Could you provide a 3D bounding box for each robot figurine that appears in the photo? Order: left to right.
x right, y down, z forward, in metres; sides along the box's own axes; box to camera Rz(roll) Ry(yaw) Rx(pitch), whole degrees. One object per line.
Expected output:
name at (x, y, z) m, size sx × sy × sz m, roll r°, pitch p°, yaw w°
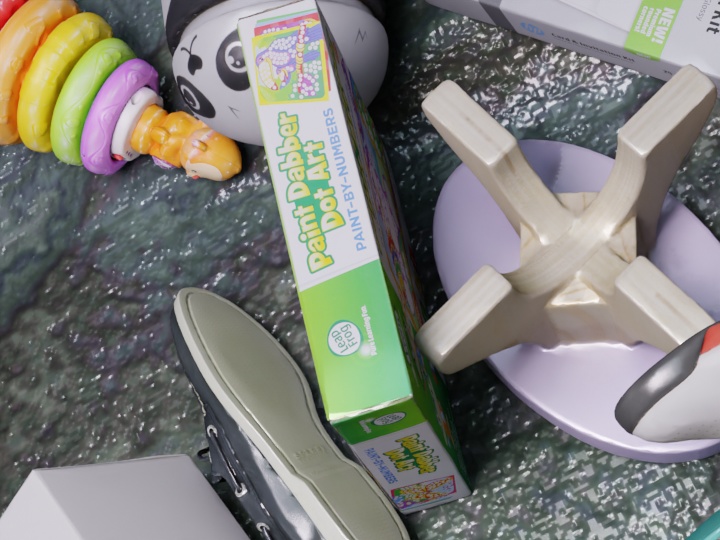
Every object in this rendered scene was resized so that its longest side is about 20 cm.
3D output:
robot figurine at (-0.052, -0.167, 1.052) m, size 0.123 × 0.150 × 0.202 m, roll -11°, pitch 71°, yaw 7°

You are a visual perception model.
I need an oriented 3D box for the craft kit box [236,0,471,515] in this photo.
craft kit box at (0.000, 0.000, 0.941) m, size 0.048 × 0.198 × 0.202 m, roll -17°, pitch 70°, yaw 8°

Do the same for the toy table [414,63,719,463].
toy table at (0.109, -0.006, 0.930) m, size 0.199 × 0.117 × 0.185 m, roll 32°, pitch 79°, yaw 23°

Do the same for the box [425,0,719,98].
box at (0.142, -0.192, 1.023) m, size 0.199 × 0.041 × 0.157 m, roll 22°, pitch 85°, yaw 26°

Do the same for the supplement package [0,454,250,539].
supplement package at (-0.099, 0.206, 0.955) m, size 0.200 × 0.119 × 0.122 m, roll 50°, pitch 117°, yaw 26°

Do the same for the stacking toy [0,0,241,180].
stacking toy at (-0.154, -0.099, 1.104) m, size 0.199 × 0.116 × 0.110 m, roll 28°, pitch 82°, yaw 13°

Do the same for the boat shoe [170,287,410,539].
boat shoe at (-0.051, 0.097, 1.010) m, size 0.200 × 0.074 × 0.066 m, roll 50°, pitch 118°, yaw 23°

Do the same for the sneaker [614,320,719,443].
sneaker at (0.214, 0.061, 0.819) m, size 0.200 × 0.067 × 0.109 m, roll -19°, pitch 69°, yaw -22°

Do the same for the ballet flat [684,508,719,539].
ballet flat at (0.154, 0.161, 0.913) m, size 0.199 × 0.067 × 0.067 m, roll -35°, pitch 86°, yaw 14°
